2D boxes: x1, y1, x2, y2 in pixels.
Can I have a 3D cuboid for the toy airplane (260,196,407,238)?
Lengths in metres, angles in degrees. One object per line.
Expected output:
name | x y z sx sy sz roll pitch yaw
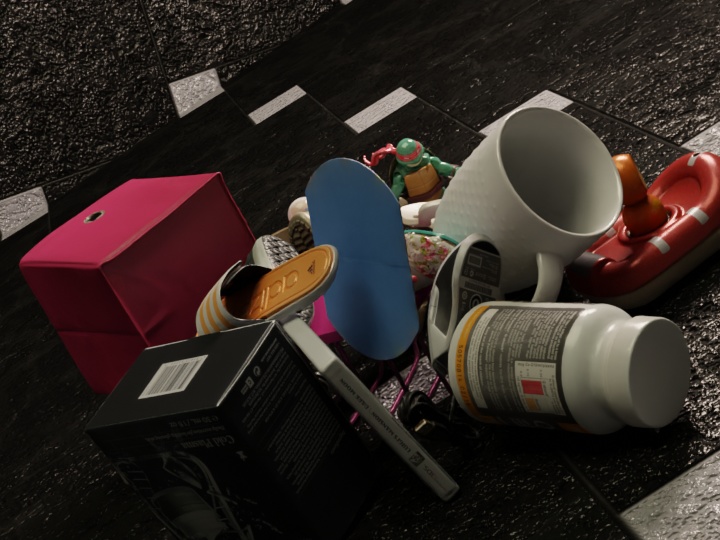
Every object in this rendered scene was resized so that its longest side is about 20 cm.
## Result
toy airplane | -0.046 -0.039 1.959 0.199 0.141 0.200 -8 30 49

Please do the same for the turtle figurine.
turtle figurine | 0.080 -0.096 1.825 0.149 0.200 0.101 -19 49 9

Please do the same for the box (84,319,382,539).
box | -0.122 0.172 1.461 0.200 0.197 0.124 -14 32 41

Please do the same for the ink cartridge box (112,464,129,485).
ink cartridge box | -0.198 0.155 1.794 0.144 0.085 0.200 -15 25 36

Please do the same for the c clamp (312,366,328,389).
c clamp | -0.049 0.066 1.746 0.027 0.171 0.200 -8 40 19

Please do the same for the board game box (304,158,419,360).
board game box | 0.015 -0.015 1.458 0.039 0.201 0.158 -18 14 -33

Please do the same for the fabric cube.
fabric cube | -0.240 0.018 1.760 0.196 0.200 0.199 -40 24 -30

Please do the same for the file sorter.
file sorter | 0.018 0.079 1.601 0.199 0.126 0.139 -17 22 32

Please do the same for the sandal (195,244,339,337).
sandal | -0.108 0.020 1.471 0.206 0.059 0.079 -33 39 33

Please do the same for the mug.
mug | 0.156 -0.034 1.495 0.175 0.147 0.201 -45 42 50

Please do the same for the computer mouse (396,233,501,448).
computer mouse | 0.087 0.063 1.417 0.044 0.109 0.201 6 81 43

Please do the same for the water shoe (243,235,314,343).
water shoe | -0.096 0.040 1.596 0.079 0.071 0.200 -58 16 24

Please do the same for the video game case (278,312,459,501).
video game case | 0.002 0.123 1.434 0.023 0.182 0.200 -44 20 -3

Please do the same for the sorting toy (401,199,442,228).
sorting toy | 0.139 -0.067 1.673 0.179 0.107 0.200 -1 1 -11

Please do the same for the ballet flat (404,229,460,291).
ballet flat | 0.038 -0.005 1.515 0.200 0.076 0.064 7 69 63

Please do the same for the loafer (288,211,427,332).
loafer | 0.000 0.000 1.712 0.068 0.200 0.076 -51 13 -33

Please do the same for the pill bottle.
pill bottle | 0.185 0.086 1.340 0.200 0.117 0.116 1 36 46

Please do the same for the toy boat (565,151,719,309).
toy boat | 0.289 -0.061 1.535 0.200 0.131 0.130 -36 20 -15

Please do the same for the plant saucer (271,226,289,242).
plant saucer | -0.124 -0.007 2.168 0.200 0.030 0.200 -27 20 10
